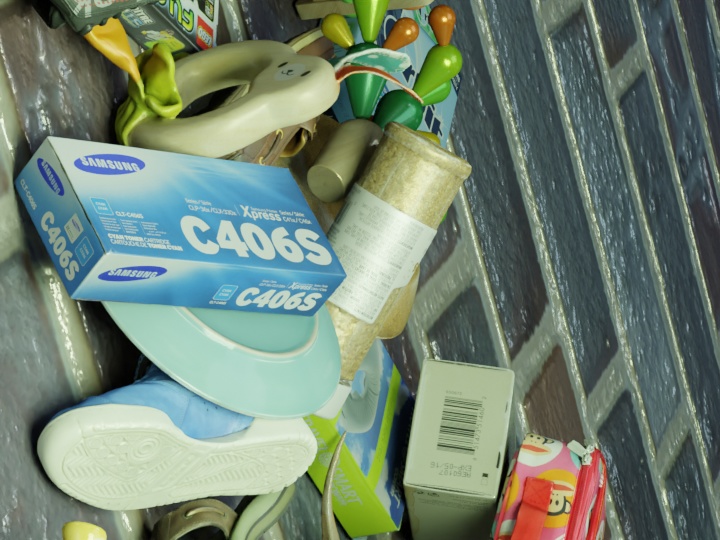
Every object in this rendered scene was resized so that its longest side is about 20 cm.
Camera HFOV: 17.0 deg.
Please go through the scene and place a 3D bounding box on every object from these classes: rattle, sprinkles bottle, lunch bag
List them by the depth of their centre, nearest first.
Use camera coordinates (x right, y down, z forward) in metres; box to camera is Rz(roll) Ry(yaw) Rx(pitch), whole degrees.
[{"bbox_3d":[-0.074,-0.152,1.537,0.130,0.199,0.143,-43,120,-64],"label":"rattle"},{"bbox_3d":[0.000,0.000,1.634,0.200,0.068,0.068,-61,155,4],"label":"sprinkles bottle"},{"bbox_3d":[0.125,0.221,1.747,0.176,0.082,0.201,73,31,-68],"label":"lunch bag"}]

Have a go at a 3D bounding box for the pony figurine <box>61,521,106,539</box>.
[{"bbox_3d":[-0.165,0.237,1.264,0.193,0.166,0.201,22,59,-27],"label":"pony figurine"}]

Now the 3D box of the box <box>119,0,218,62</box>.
[{"bbox_3d":[-0.154,-0.223,1.592,0.200,0.035,0.110,44,42,-55],"label":"box"}]

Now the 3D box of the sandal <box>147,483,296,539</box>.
[{"bbox_3d":[-0.104,0.173,1.518,0.057,0.080,0.201,48,25,-3],"label":"sandal"}]

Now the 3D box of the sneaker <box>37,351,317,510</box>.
[{"bbox_3d":[-0.129,0.083,1.486,0.200,0.077,0.111,1,40,-40],"label":"sneaker"}]

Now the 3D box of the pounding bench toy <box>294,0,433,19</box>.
[{"bbox_3d":[-0.008,-0.260,1.829,0.200,0.124,0.156,-52,129,-44],"label":"pounding bench toy"}]

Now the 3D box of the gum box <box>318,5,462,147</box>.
[{"bbox_3d":[0.022,-0.158,1.970,0.200,0.044,0.170,-75,147,-47],"label":"gum box"}]

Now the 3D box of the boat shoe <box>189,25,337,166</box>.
[{"bbox_3d":[-0.065,-0.109,1.691,0.068,0.072,0.200,54,34,-10],"label":"boat shoe"}]

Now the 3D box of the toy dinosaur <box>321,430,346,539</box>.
[{"bbox_3d":[-0.015,0.227,1.727,0.106,0.060,0.200,-92,170,-51],"label":"toy dinosaur"}]

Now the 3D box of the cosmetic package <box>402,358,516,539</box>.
[{"bbox_3d":[0.078,0.150,1.837,0.200,0.073,0.104,83,16,-67],"label":"cosmetic package"}]

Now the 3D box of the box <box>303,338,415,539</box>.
[{"bbox_3d":[-0.011,0.103,1.781,0.122,0.048,0.200,-76,147,-44],"label":"box"}]

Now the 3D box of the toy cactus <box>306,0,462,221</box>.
[{"bbox_3d":[0.008,-0.106,1.705,0.165,0.102,0.200,-46,141,-45],"label":"toy cactus"}]

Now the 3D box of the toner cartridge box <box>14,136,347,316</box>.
[{"bbox_3d":[-0.107,-0.025,1.478,0.200,0.043,0.095,5,45,-46],"label":"toner cartridge box"}]

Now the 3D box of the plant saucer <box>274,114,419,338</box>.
[{"bbox_3d":[-0.012,-0.046,1.770,0.200,0.035,0.200,47,24,-28],"label":"plant saucer"}]

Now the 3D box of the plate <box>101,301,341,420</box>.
[{"bbox_3d":[-0.088,0.009,1.525,0.200,0.026,0.200,29,33,-21],"label":"plate"}]

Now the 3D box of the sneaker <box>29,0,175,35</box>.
[{"bbox_3d":[-0.151,-0.190,1.475,0.200,0.098,0.071,8,31,-44],"label":"sneaker"}]
